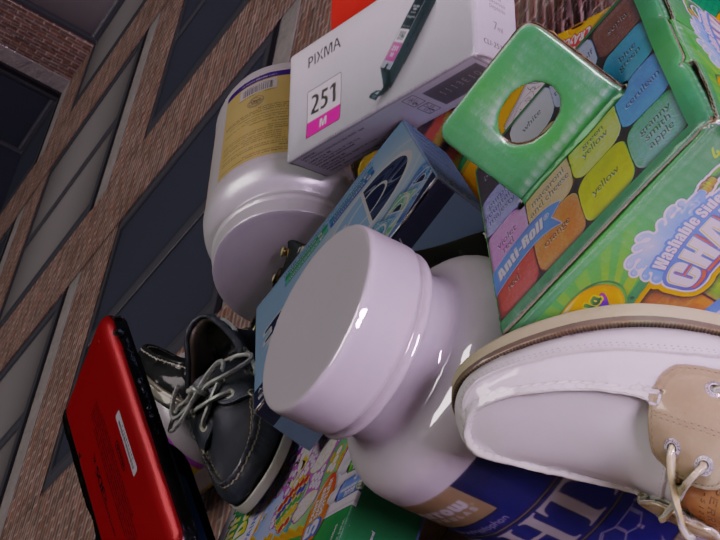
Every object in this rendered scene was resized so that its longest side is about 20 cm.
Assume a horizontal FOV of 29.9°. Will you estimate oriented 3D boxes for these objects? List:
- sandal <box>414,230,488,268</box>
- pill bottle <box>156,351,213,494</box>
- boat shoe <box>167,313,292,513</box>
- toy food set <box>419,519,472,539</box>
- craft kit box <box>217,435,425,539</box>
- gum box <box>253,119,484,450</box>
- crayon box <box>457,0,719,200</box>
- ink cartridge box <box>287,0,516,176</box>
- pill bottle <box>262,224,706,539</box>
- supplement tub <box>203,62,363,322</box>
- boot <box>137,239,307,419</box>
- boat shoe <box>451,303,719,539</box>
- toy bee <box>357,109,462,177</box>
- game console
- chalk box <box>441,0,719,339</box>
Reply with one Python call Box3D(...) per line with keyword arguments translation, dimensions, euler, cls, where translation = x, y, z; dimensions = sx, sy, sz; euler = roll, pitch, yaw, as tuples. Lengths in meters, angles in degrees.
Box3D(translation=(0.067, 0.021, 0.720), dimensions=(0.057, 0.200, 0.080), euler=(74, -168, -54), cls="sandal")
Box3D(translation=(-0.168, 0.152, 1.173), dimensions=(0.200, 0.104, 0.104), euler=(-40, 31, 44), cls="pill bottle")
Box3D(translation=(-0.085, 0.084, 0.871), dimensions=(0.075, 0.062, 0.200), euler=(-46, 21, 15), cls="boat shoe")
Box3D(translation=(-0.011, 0.166, 0.848), dimensions=(0.200, 0.060, 0.144), euler=(-51, 24, 18), cls="toy food set")
Box3D(translation=(-0.026, 0.141, 0.762), dimensions=(0.198, 0.048, 0.200), euler=(-45, 16, 47), cls="craft kit box")
Box3D(translation=(0.000, 0.000, 0.841), dimensions=(0.170, 0.045, 0.200), euler=(-52, 12, 9), cls="gum box")
Box3D(translation=(0.137, -0.087, 0.816), dimensions=(0.200, 0.058, 0.119), euler=(-18, 48, 61), cls="crayon box")
Box3D(translation=(0.025, -0.181, 0.957), dimensions=(0.200, 0.043, 0.174), euler=(-25, 57, 45), cls="ink cartridge box")
Box3D(translation=(0.062, 0.062, 0.617), dimensions=(0.120, 0.200, 0.120), euler=(-49, 25, 32), cls="pill bottle")
Box3D(translation=(-0.053, -0.062, 1.105), dimensions=(0.145, 0.145, 0.200), euler=(-49, 26, 32), cls="supplement tub")
Box3D(translation=(-0.075, 0.049, 1.016), dimensions=(0.203, 0.073, 0.154), euler=(21, 92, 35), cls="boot")
Box3D(translation=(0.131, 0.061, 0.498), dimensions=(0.075, 0.199, 0.068), euler=(77, -164, -46), cls="boat shoe")
Box3D(translation=(0.029, -0.119, 1.038), dimensions=(0.200, 0.109, 0.131), euler=(-4, 63, 66), cls="toy bee")
Box3D(translation=(-0.124, 0.154, 0.933), dimensions=(0.173, 0.118, 0.200), euler=(-62, 41, 37), cls="game console")
Box3D(translation=(0.131, -0.025, 0.562), dimensions=(0.125, 0.200, 0.124), euler=(-50, 24, 29), cls="chalk box")
